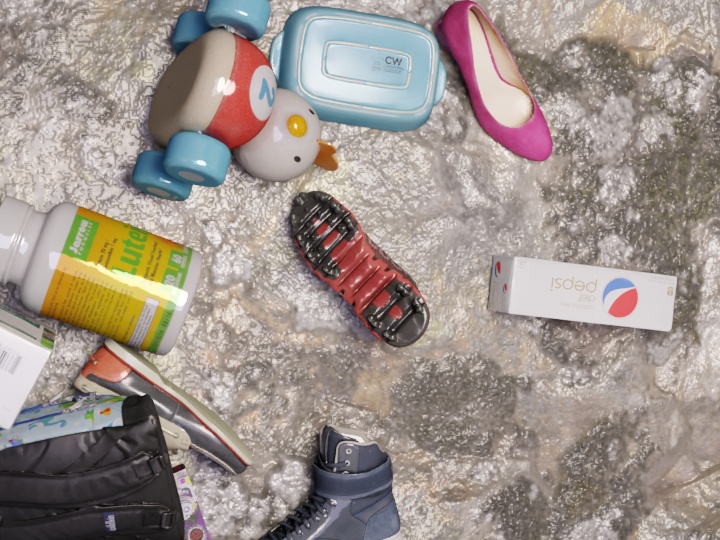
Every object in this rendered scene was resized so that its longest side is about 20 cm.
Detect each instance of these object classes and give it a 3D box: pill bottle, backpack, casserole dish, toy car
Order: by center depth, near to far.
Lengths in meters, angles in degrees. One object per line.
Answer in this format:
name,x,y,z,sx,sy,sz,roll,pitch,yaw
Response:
backpack,-0.284,0.198,1.096,0.198,0.154,0.165,-16,119,-13
pill bottle,-0.264,0.000,1.117,0.198,0.111,0.112,21,87,-14
toy car,-0.098,-0.148,1.136,0.198,0.176,0.186,20,75,-26
casserole dish,0.003,-0.217,1.216,0.198,0.039,0.123,7,91,-15

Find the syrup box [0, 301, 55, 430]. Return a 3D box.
syrup box,-0.336,0.080,1.056,0.078,0.200,0.082,29,86,-14

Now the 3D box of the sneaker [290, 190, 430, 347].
sneaker,0.000,0.000,1.208,0.071,0.098,0.201,-42,78,3

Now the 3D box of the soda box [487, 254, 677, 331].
soda box,0.247,0.026,1.270,0.198,0.068,0.064,6,90,-14

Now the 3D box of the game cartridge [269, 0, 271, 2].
game cartridge,-0.109,-0.335,1.099,0.041,0.200,0.134,-27,98,-9

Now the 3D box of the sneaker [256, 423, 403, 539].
sneaker,-0.055,0.241,1.190,0.200,0.077,0.148,-12,106,-23

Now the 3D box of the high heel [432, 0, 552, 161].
high heel,0.155,-0.202,1.225,0.067,0.096,0.201,-35,100,-11

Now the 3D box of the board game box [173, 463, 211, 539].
board game box,-0.254,0.293,1.175,0.198,0.032,0.121,-21,101,-13

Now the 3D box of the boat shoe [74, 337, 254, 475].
boat shoe,-0.197,0.149,1.161,0.200,0.071,0.063,39,86,-10
